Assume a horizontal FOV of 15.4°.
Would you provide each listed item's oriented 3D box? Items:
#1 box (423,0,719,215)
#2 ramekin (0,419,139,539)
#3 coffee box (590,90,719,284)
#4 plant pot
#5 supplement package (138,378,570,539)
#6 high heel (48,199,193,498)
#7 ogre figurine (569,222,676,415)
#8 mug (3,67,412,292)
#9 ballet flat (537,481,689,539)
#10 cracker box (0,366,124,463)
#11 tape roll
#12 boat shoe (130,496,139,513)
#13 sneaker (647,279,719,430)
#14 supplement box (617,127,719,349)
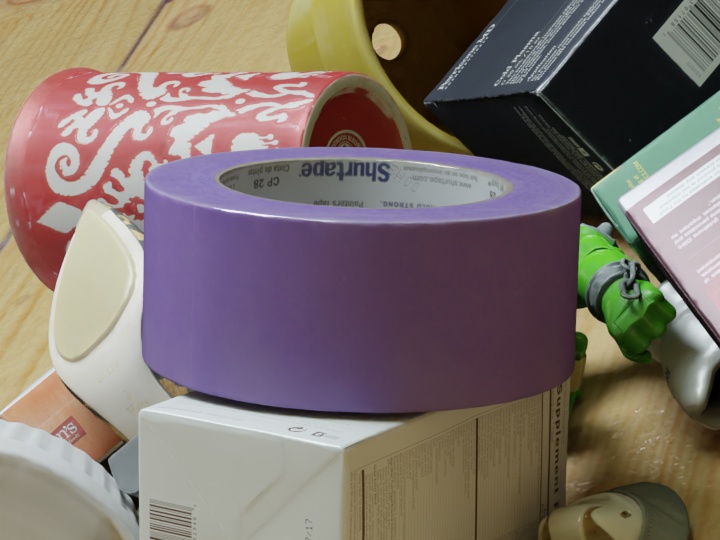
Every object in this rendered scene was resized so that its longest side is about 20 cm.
[{"bbox_3d":[0.161,-0.137,1.519,0.200,0.104,0.182,-49,16,-10],"label":"box"},{"bbox_3d":[-0.187,0.165,1.298,0.202,0.203,0.094,-25,12,6],"label":"ramekin"},{"bbox_3d":[0.220,-0.068,1.363,0.200,0.123,0.044,-38,63,7],"label":"coffee box"},{"bbox_3d":[0.047,-0.158,1.688,0.201,0.201,0.189,-38,11,-21],"label":"plant pot"},{"bbox_3d":[0.002,0.102,1.208,0.109,0.114,0.200,9,14,32],"label":"supplement package"},{"bbox_3d":[-0.092,0.062,1.390,0.071,0.142,0.200,-33,50,20],"label":"high heel"},{"bbox_3d":[0.075,0.048,1.365,0.200,0.098,0.120,-60,12,29],"label":"ogre figurine"},{"bbox_3d":[-0.072,-0.066,1.488,0.200,0.134,0.178,-1,41,36],"label":"mug"},{"bbox_3d":[0.100,0.142,1.196,0.067,0.064,0.200,-12,29,30],"label":"ballet flat"},{"bbox_3d":[-0.157,0.080,1.489,0.134,0.058,0.200,-40,1,-24],"label":"cracker box"},{"bbox_3d":[0.000,0.000,1.211,0.199,0.085,0.200,2,12,0],"label":"tape roll"},{"bbox_3d":[-0.144,0.148,1.419,0.200,0.070,0.071,-39,27,-23],"label":"boat shoe"},{"bbox_3d":[0.238,0.021,1.303,0.200,0.075,0.087,-27,37,15],"label":"sneaker"},{"bbox_3d":[0.216,0.013,1.235,0.109,0.061,0.200,-35,47,4],"label":"supplement box"}]
